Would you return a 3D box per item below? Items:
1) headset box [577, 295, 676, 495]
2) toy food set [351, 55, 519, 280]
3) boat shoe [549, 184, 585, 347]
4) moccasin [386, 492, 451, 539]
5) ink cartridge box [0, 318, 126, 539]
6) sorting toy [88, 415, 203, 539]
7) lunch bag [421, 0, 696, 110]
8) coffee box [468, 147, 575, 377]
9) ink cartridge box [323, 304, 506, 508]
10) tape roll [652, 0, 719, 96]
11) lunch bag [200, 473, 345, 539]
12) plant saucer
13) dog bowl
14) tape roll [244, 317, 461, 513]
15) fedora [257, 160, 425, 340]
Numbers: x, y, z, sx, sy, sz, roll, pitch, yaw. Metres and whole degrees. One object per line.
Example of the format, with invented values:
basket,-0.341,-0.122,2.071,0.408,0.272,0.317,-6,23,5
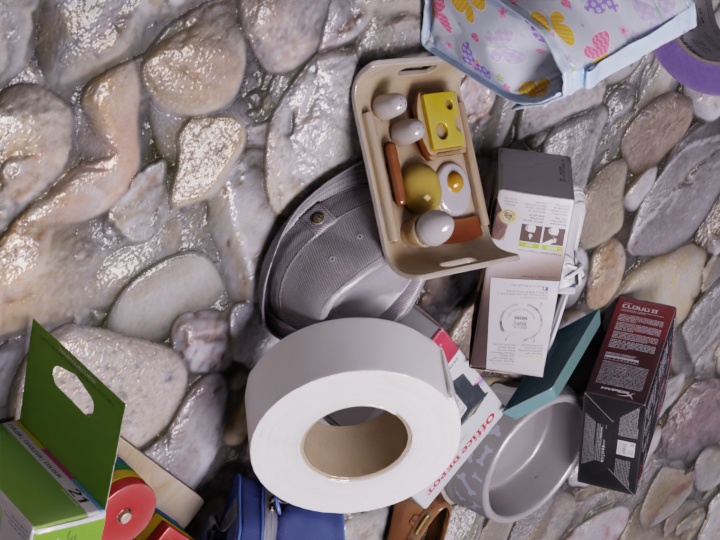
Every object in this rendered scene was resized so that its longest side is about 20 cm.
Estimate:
headset box,0.319,0.140,2.002,0.201,0.074,0.150,-61,157,-46
toy food set,0.076,-0.097,1.554,0.143,0.060,0.202,-11,90,-43
boat shoe,0.206,0.006,1.820,0.072,0.068,0.201,3,116,-48
moccasin,0.069,0.333,1.930,0.073,0.078,0.203,-14,128,-40
ink cartridge box,-0.274,0.164,1.372,0.075,0.148,0.201,-9,124,-41
sorting toy,-0.244,0.263,1.546,0.200,0.069,0.199,-49,143,-6
lunch bag,0.174,-0.229,1.508,0.169,0.200,0.128,-33,138,-27
coffee box,0.162,-0.008,1.712,0.113,0.079,0.202,-80,177,-64
ink cartridge box,0.052,0.138,1.757,0.146,0.083,0.200,-50,142,-7
tape roll,0.385,-0.278,1.699,0.085,0.200,0.201,-8,124,-43
lunch bag,-0.096,0.298,1.650,0.131,0.136,0.201,12,120,-10
plant saucer,0.216,0.104,1.862,0.070,0.019,0.200,-31,-170,32
dog bowl,0.189,0.209,1.981,0.199,0.059,0.201,-28,137,-30
tape roll,-0.007,0.137,1.574,0.200,0.071,0.204,-5,133,-5
fedora,0.000,0.000,1.587,0.199,0.090,0.178,-35,139,-24
